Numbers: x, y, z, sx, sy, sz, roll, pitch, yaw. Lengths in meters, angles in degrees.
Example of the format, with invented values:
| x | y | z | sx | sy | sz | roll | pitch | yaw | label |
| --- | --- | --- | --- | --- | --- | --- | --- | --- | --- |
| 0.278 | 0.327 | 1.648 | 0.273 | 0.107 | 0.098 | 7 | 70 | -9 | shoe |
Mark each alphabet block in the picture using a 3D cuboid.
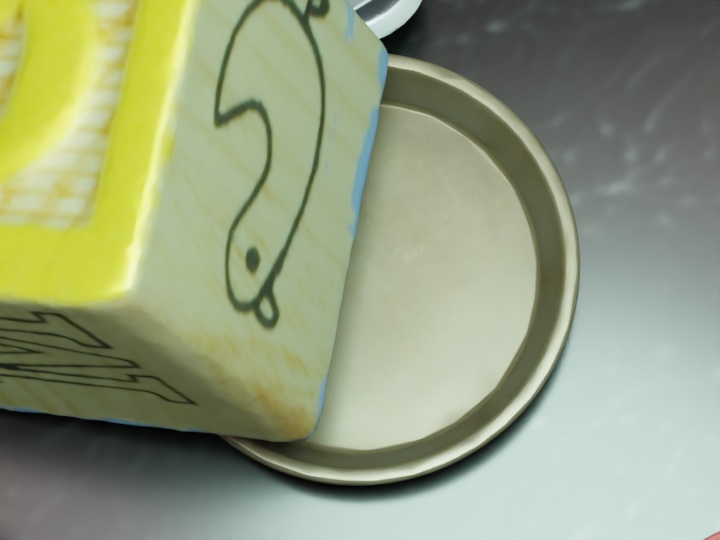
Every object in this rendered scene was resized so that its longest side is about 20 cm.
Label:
| x | y | z | sx | sy | sz | roll | pitch | yaw | label |
| --- | --- | --- | --- | --- | --- | --- | --- | --- | --- |
| -0.122 | -0.052 | 1.214 | 0.195 | 0.200 | 0.197 | 3 | 74 | 22 | alphabet block |

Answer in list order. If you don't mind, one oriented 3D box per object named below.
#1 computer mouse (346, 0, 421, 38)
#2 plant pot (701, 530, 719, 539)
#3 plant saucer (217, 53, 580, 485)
| x | y | z | sx | sy | sz | roll | pitch | yaw | label |
| --- | --- | --- | --- | --- | --- | --- | --- | --- | --- |
| -0.042 | -0.179 | 1.351 | 0.109 | 0.044 | 0.200 | -31 | 72 | -10 | computer mouse |
| 0.202 | 0.221 | 1.150 | 0.199 | 0.178 | 0.201 | -15 | 45 | 16 | plant pot |
| 0.000 | 0.000 | 1.311 | 0.199 | 0.029 | 0.201 | -1 | 77 | 3 | plant saucer |
